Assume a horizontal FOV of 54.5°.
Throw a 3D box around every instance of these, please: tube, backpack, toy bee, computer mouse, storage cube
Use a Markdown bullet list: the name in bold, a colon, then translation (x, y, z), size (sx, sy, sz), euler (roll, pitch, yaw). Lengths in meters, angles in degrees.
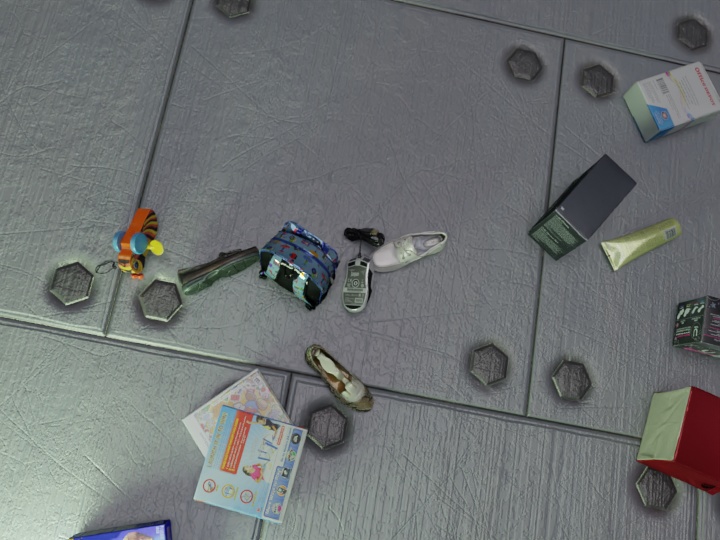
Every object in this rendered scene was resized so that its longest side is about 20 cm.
- **tube**: translation (0.702, -0.073, 1.748), size (0.198, 0.052, 0.058), euler (-24, 38, -8)
- **backpack**: translation (-0.136, -0.021, 1.559), size (0.181, 0.200, 0.135), euler (33, 75, 3)
- **toy bee**: translation (-0.519, -0.040, 1.585), size (0.130, 0.110, 0.200), euler (25, 58, 32)
- **computer mouse**: translation (0.000, 0.000, 1.642), size (0.108, 0.044, 0.203), euler (3, 81, 29)
- **storage cube**: translation (0.760, 0.383, 1.574), size (0.178, 0.171, 0.202), euler (23, 75, 0)

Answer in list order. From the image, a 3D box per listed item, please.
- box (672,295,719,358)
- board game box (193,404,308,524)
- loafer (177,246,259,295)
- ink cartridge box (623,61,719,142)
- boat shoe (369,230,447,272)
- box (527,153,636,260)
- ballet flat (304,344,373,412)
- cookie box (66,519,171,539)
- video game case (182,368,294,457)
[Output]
- **box**: translation (0.873, 0.147, 1.666), size (0.197, 0.132, 0.117), euler (15, 78, -2)
- **board game box**: translation (-0.231, 0.412, 1.493), size (0.193, 0.056, 0.203), euler (16, 75, -1)
- **loafer**: translation (-0.327, -0.015, 1.606), size (0.198, 0.072, 0.063), euler (-27, 74, -10)
- **ink cartridge box**: translation (0.817, -0.441, 1.830), size (0.197, 0.085, 0.146), euler (-19, 79, -9)
- **boat shoe**: translation (0.114, -0.055, 1.662), size (0.197, 0.069, 0.072), euler (-22, 82, -10)
- **box**: translation (0.526, -0.146, 1.674), size (0.104, 0.182, 0.200), euler (43, 76, 5)
- **ballet flat**: translation (-0.048, 0.242, 1.568), size (0.200, 0.075, 0.068), euler (44, 75, 5)
- **cookie box**: translation (-0.486, 0.615, 1.426), size (0.197, 0.075, 0.174), euler (-7, 78, -7)
- **video game case**: translation (-0.262, 0.348, 1.545), size (0.199, 0.023, 0.183), euler (-33, 82, -13)
